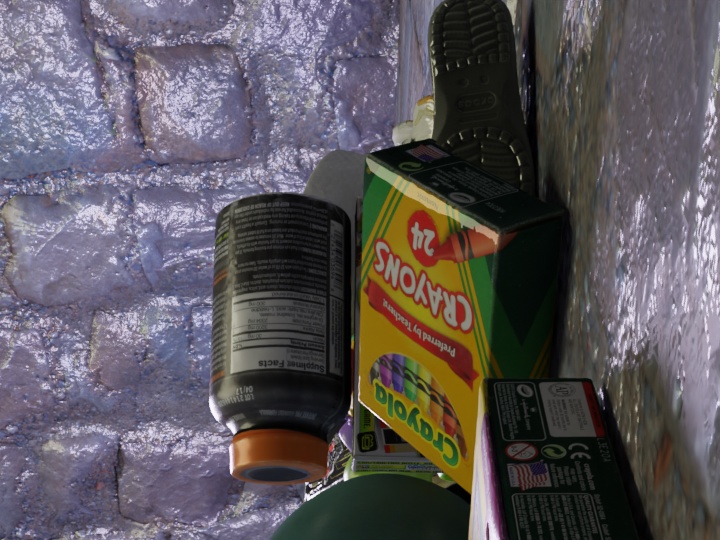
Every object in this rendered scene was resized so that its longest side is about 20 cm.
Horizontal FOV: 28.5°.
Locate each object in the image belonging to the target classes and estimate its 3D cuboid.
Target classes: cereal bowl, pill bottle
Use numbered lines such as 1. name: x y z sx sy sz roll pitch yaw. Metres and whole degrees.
1. cereal bowl: 0.000 0.000 1.217 0.200 0.082 0.202 11 -90 -76
2. pill bottle: -0.059 0.053 1.046 0.106 0.105 0.202 94 177 -69

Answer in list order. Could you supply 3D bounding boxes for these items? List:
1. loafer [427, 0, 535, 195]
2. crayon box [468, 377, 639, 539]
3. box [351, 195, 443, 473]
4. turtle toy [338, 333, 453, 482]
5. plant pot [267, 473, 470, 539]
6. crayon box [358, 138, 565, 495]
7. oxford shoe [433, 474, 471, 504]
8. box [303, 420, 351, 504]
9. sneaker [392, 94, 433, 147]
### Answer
1. loafer: 0.078 -0.075 0.910 0.070 0.074 0.202 51 -139 -71
2. crayon box: 0.078 0.169 0.589 0.200 0.058 0.174 -90 0 -64
3. box: 0.048 0.045 1.028 0.035 0.109 0.202 94 177 -67
4. turtle toy: 0.032 0.105 1.099 0.146 0.100 0.202 122 150 -50
5. plant pot: 0.011 0.224 0.862 0.162 0.198 0.202 -70 -15 -52
6. crayon box: 0.053 0.041 0.824 0.127 0.050 0.202 33 131 48
7. oxford shoe: 0.027 0.245 1.167 0.201 0.071 0.074 -55 4 -22
8. box: 0.002 0.175 1.426 0.200 0.049 0.161 138 140 -58
9. sneaker: 0.065 -0.087 1.220 0.200 0.075 0.089 94 177 -82
